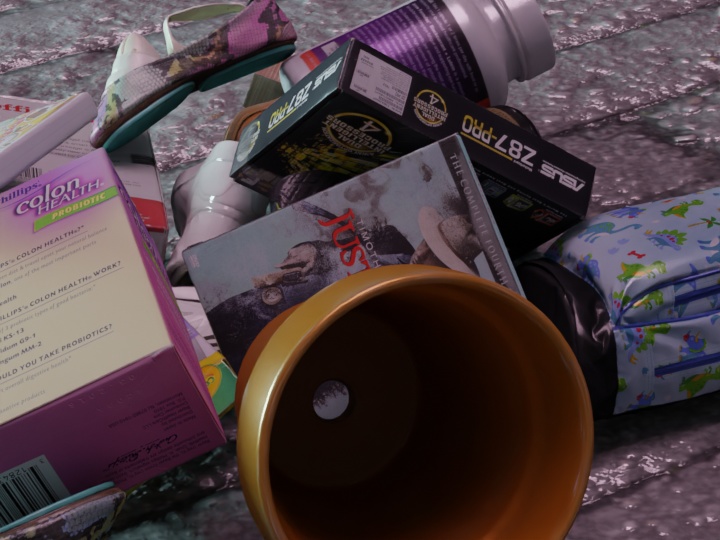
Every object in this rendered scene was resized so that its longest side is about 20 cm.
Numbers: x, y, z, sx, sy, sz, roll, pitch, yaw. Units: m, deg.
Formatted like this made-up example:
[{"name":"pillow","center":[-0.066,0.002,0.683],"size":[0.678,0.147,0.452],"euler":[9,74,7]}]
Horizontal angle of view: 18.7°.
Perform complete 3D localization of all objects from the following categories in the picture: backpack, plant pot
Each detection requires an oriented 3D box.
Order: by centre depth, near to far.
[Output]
[{"name":"plant pot","center":[0.010,0.090,1.294],"size":[0.200,0.201,0.183],"euler":[-13,11,-17]},{"name":"backpack","center":[0.212,0.020,1.461],"size":[0.199,0.154,0.163],"euler":[2,17,-15]}]

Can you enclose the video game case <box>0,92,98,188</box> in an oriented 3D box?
[{"name":"video game case","center":[-0.294,-0.054,1.469],"size":[0.182,0.023,0.200],"euler":[-17,16,28]}]

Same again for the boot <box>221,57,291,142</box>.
[{"name":"boot","center":[-0.036,-0.087,1.789],"size":[0.154,0.074,0.200],"euler":[22,56,-1]}]

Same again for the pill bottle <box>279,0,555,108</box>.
[{"name":"pill bottle","center":[0.047,-0.154,1.720],"size":[0.200,0.112,0.111],"euler":[-26,29,-7]}]

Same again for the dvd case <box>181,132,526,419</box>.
[{"name":"dvd case","center":[-0.001,0.016,1.415],"size":[0.199,0.146,0.022],"euler":[-22,-3,10]}]

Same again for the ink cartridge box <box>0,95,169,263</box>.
[{"name":"ink cartridge box","center":[-0.228,-0.049,1.630],"size":[0.146,0.083,0.200],"euler":[7,26,-14]}]

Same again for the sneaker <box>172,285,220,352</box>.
[{"name":"sneaker","center":[-0.165,0.055,1.503],"size":[0.200,0.076,0.115],"euler":[0,24,4]}]

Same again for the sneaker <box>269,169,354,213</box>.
[{"name":"sneaker","center":[0.000,0.000,1.509],"size":[0.081,0.200,0.074],"euler":[-6,54,43]}]

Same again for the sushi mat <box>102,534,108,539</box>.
[{"name":"sushi mat","center":[-0.234,0.132,1.366],"size":[0.199,0.012,0.096],"euler":[-2,47,22]}]

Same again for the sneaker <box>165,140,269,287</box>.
[{"name":"sneaker","center":[-0.118,-0.014,1.623],"size":[0.073,0.116,0.200],"euler":[21,-18,-6]}]

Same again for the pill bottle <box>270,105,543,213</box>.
[{"name":"pill bottle","center":[0.039,-0.049,1.644],"size":[0.199,0.112,0.112],"euler":[-16,28,-25]}]

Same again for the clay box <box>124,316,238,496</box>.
[{"name":"clay box","center":[-0.161,0.067,1.430],"size":[0.115,0.048,0.200],"euler":[-40,50,-9]}]

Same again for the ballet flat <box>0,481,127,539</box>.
[{"name":"ballet flat","center":[-0.220,0.185,1.258],"size":[0.199,0.074,0.074],"euler":[-20,29,-16]}]

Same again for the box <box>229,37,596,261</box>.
[{"name":"box","center":[0.034,-0.068,1.491],"size":[0.161,0.200,0.049],"euler":[-30,40,55]}]

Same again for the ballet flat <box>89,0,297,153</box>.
[{"name":"ballet flat","center":[-0.138,-0.158,1.666],"size":[0.200,0.071,0.069],"euler":[-31,-4,-29]}]

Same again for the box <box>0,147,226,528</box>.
[{"name":"box","center":[-0.200,0.049,1.352],"size":[0.175,0.097,0.200],"euler":[-25,44,-1]}]
